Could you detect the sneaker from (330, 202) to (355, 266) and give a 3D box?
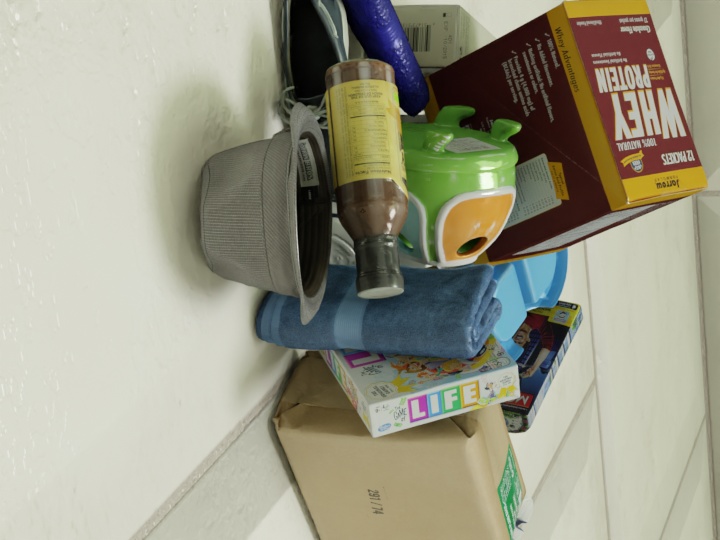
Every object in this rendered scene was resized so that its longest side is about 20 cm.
[{"bbox_3d":[0.000,0.000,1.685,0.081,0.076,0.200,-85,164,-45],"label":"sneaker"}]

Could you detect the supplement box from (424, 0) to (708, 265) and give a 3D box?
[{"bbox_3d":[0.191,-0.132,1.698,0.133,0.200,0.198,-11,81,-45],"label":"supplement box"}]

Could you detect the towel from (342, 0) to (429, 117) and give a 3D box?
[{"bbox_3d":[0.003,-0.252,1.667,0.200,0.049,0.148,61,8,-50],"label":"towel"}]

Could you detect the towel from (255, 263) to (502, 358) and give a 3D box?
[{"bbox_3d":[0.016,0.032,1.533,0.112,0.199,0.049,-56,145,-57],"label":"towel"}]

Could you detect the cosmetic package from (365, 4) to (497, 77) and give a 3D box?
[{"bbox_3d":[0.085,-0.221,1.871,0.200,0.105,0.071,19,73,-67],"label":"cosmetic package"}]

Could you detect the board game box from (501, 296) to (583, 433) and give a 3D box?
[{"bbox_3d":[0.111,0.111,1.868,0.200,0.200,0.062,-60,146,-29],"label":"board game box"}]

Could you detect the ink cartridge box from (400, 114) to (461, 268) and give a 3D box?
[{"bbox_3d":[0.080,-0.044,1.818,0.144,0.084,0.201,24,74,-54],"label":"ink cartridge box"}]

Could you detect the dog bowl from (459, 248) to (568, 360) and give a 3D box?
[{"bbox_3d":[0.150,0.012,1.807,0.200,0.049,0.112,-49,132,-42],"label":"dog bowl"}]

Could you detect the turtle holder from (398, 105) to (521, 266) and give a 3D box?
[{"bbox_3d":[0.057,-0.080,1.643,0.141,0.185,0.132,-26,122,-58],"label":"turtle holder"}]

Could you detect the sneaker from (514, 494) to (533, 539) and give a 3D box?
[{"bbox_3d":[0.089,0.304,1.914,0.200,0.115,0.081,-55,149,-8],"label":"sneaker"}]

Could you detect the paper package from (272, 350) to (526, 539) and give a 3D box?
[{"bbox_3d":[0.042,0.176,1.616,0.200,0.190,0.104,72,28,-41],"label":"paper package"}]

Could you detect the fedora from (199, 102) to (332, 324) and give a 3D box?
[{"bbox_3d":[-0.079,-0.045,1.426,0.200,0.090,0.177,-69,156,-71],"label":"fedora"}]

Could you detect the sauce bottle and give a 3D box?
[{"bbox_3d":[0.007,-0.077,1.503,0.065,0.065,0.201,27,57,-68],"label":"sauce bottle"}]

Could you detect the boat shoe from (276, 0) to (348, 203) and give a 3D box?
[{"bbox_3d":[-0.034,-0.157,1.581,0.062,0.075,0.201,-18,104,-69],"label":"boat shoe"}]

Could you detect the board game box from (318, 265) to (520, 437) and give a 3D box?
[{"bbox_3d":[0.041,0.067,1.555,0.200,0.134,0.034,-127,-155,-58],"label":"board game box"}]
